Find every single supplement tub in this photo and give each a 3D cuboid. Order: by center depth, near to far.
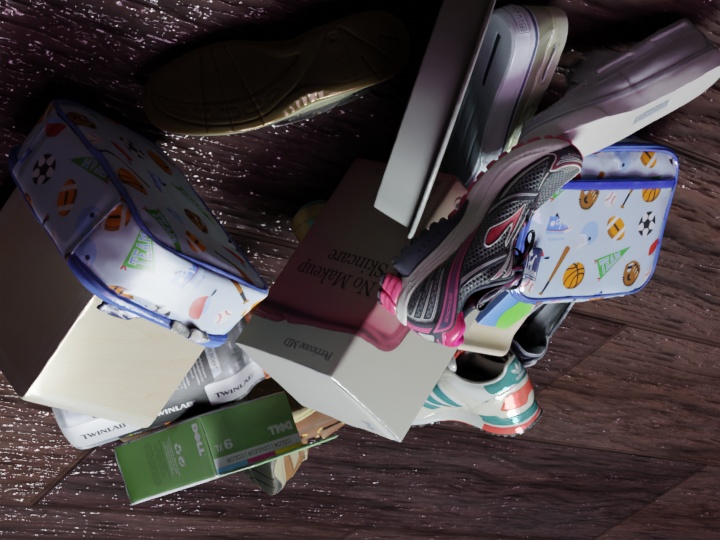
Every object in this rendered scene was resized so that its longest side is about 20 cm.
[{"bbox_3d":[-0.180,0.077,1.306,0.200,0.123,0.123,-17,149,-3],"label":"supplement tub"}]

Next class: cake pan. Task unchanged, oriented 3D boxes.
[{"bbox_3d":[0.054,-0.123,1.078,0.037,0.200,0.200,19,143,0],"label":"cake pan"}]

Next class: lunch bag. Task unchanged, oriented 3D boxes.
[{"bbox_3d":[-0.159,-0.031,1.059,0.076,0.200,0.160,-46,141,12],"label":"lunch bag"},{"bbox_3d":[0.193,-0.054,1.298,0.200,0.076,0.160,-3,113,-39],"label":"lunch bag"}]

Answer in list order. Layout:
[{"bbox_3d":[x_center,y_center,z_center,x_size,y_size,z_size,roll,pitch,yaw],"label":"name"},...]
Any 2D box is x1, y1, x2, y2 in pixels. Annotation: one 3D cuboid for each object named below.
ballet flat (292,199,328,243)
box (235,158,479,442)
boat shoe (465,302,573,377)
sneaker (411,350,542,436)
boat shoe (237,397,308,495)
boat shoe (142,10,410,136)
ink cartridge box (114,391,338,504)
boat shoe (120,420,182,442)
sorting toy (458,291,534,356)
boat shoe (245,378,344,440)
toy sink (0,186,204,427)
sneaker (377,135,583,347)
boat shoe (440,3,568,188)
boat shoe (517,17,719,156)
[{"bbox_3d":[0.000,0.000,1.344,0.069,0.063,0.200,-29,148,20],"label":"ballet flat"},{"bbox_3d":[0.014,0.021,1.212,0.109,0.128,0.200,47,68,-39],"label":"box"},{"bbox_3d":[0.163,0.068,1.509,0.072,0.068,0.200,8,133,-31],"label":"boat shoe"},{"bbox_3d":[0.091,0.112,1.515,0.200,0.070,0.093,5,125,34],"label":"sneaker"},{"bbox_3d":[-0.090,0.153,1.538,0.074,0.076,0.200,-36,149,-30],"label":"boat shoe"},{"bbox_3d":[-0.060,-0.138,1.083,0.201,0.072,0.066,-16,169,-1],"label":"boat shoe"},{"bbox_3d":[-0.126,0.157,1.326,0.104,0.059,0.200,-12,172,-43],"label":"ink cartridge box"},{"bbox_3d":[-0.156,0.107,1.426,0.200,0.072,0.065,-36,160,18],"label":"boat shoe"},{"bbox_3d":[0.130,-0.008,1.365,0.185,0.036,0.200,12,117,-42],"label":"sorting toy"},{"bbox_3d":[-0.041,0.129,1.456,0.200,0.072,0.068,-16,135,-44],"label":"boat shoe"},{"bbox_3d":[-0.230,0.013,1.149,0.130,0.200,0.112,23,106,-48],"label":"toy sink"},{"bbox_3d":[0.104,-0.023,1.122,0.200,0.075,0.081,-46,159,-14],"label":"sneaker"},{"bbox_3d":[0.118,-0.134,1.192,0.062,0.072,0.200,-9,146,-23],"label":"boat shoe"},{"bbox_3d":[0.205,-0.151,1.190,0.200,0.069,0.072,-28,163,-11],"label":"boat shoe"}]
